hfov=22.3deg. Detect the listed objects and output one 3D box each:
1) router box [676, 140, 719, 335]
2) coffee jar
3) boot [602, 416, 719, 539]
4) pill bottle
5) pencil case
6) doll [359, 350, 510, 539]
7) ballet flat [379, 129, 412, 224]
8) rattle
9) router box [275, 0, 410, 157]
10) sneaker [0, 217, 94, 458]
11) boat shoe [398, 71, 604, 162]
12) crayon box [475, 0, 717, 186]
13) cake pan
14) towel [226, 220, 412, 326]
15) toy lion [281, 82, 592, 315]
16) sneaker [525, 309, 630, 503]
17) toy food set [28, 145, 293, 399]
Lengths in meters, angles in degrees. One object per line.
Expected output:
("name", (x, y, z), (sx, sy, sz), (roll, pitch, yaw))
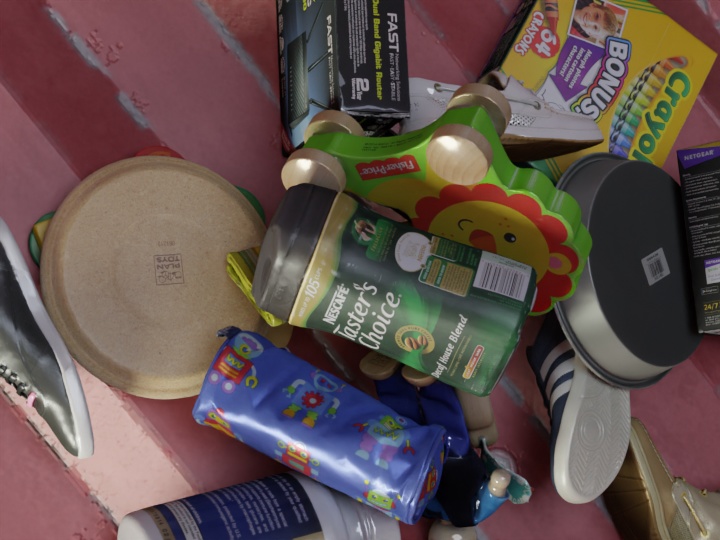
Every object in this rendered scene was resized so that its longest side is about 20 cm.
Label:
("router box", (0.346, -0.021, 1.579), (0.200, 0.052, 0.158), (8, 74, -55))
("coffee jar", (0.022, 0.013, 1.338), (0.199, 0.104, 0.085), (21, 49, 0))
("boot", (0.298, 0.194, 1.560), (0.155, 0.073, 0.200), (-26, 91, -23))
("pill bottle", (-0.075, 0.215, 1.387), (0.199, 0.111, 0.111), (-12, 84, -23))
("pencil case", (-0.028, 0.115, 1.376), (0.200, 0.078, 0.087), (25, 52, 12))
("doll", (0.055, 0.149, 1.447), (0.048, 0.136, 0.200), (-46, 131, -40))
("ballet flat", (0.066, -0.061, 1.462), (0.066, 0.200, 0.057), (-5, 115, -45))
("rattle", (0.052, 0.111, 1.484), (0.142, 0.130, 0.201), (-19, 113, -13))
("router box", (-0.018, -0.200, 1.470), (0.062, 0.150, 0.201), (0, 79, -21))
("sneaker", (-0.276, 0.064, 1.364), (0.099, 0.071, 0.200), (-25, 83, -22))
("boat shoe", (0.116, -0.129, 1.477), (0.200, 0.071, 0.070), (1, 76, -37))
("crayon box", (0.197, -0.154, 1.595), (0.172, 0.058, 0.200), (33, 70, -13))
("cake pan", (0.228, -0.003, 1.508), (0.200, 0.037, 0.201), (12, 72, -43))
("towel", (0.000, 0.000, 1.436), (0.199, 0.018, 0.086), (-11, 42, -27))
("toy lion", (0.066, -0.038, 1.369), (0.192, 0.199, 0.069), (62, 36, -32))
("sneaker", (0.174, 0.100, 1.519), (0.075, 0.084, 0.201), (30, 61, -36))
("toy food set", (-0.155, 0.002, 1.432), (0.200, 0.049, 0.198), (-21, 87, -23))
